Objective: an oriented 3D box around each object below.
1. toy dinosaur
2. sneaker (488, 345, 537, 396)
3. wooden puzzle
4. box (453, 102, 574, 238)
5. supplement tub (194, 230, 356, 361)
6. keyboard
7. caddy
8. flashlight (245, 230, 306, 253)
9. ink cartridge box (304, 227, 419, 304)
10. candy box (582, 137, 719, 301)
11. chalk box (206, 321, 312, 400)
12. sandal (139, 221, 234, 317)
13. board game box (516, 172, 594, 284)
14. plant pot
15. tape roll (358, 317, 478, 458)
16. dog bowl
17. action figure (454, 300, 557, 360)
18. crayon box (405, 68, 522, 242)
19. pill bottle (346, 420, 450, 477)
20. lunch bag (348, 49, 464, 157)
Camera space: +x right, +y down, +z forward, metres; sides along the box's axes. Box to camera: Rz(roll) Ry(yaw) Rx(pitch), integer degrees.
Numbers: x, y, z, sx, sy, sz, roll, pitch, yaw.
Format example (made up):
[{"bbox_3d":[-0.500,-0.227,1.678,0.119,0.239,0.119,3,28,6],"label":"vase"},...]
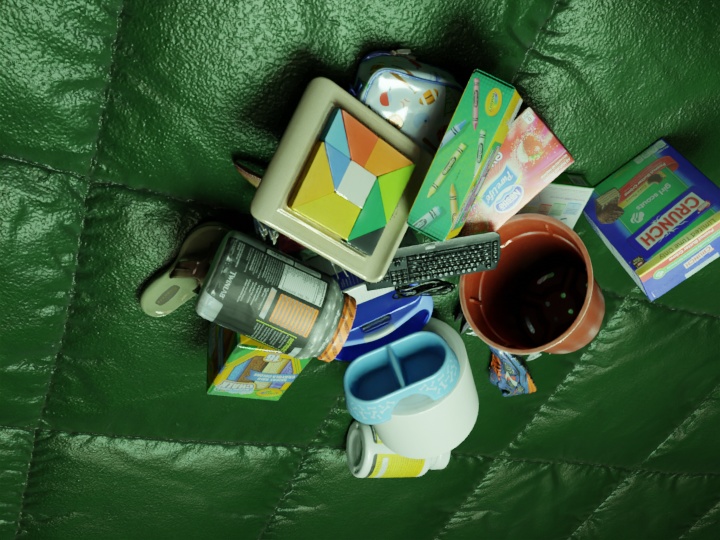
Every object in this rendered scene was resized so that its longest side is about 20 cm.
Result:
[{"bbox_3d":[-0.049,-0.086,0.901,0.179,0.105,0.204,-22,93,-24],"label":"toy dinosaur"},{"bbox_3d":[0.283,0.193,1.304,0.077,0.076,0.201,-27,131,10],"label":"sneaker"},{"bbox_3d":[-0.013,-0.106,0.823,0.198,0.037,0.188,28,86,-26],"label":"wooden puzzle"},{"bbox_3d":[0.194,-0.131,0.956,0.200,0.096,0.100,-42,97,19],"label":"box"},{"bbox_3d":[-0.112,0.040,0.901,0.197,0.123,0.123,26,119,-15],"label":"supplement tub"},{"bbox_3d":[0.103,0.005,0.942,0.195,0.040,0.105,-9,141,4],"label":"keyboard"},{"bbox_3d":[0.019,0.069,1.082,0.197,0.106,0.143,-24,134,3],"label":"caddy"},{"bbox_3d":[-0.075,-0.051,0.975,0.196,0.069,0.069,-14,133,-8],"label":"flashlight"},{"bbox_3d":[0.000,0.000,1.023,0.196,0.100,0.040,-19,133,-1],"label":"ink cartridge box"},{"bbox_3d":[0.461,-0.083,1.039,0.168,0.202,0.077,-37,131,15],"label":"candy box"},{"bbox_3d":[-0.167,0.118,1.035,0.122,0.127,0.201,11,140,-27],"label":"chalk box"},{"bbox_3d":[-0.245,0.010,0.976,0.079,0.058,0.201,31,115,-36],"label":"sandal"},{"bbox_3d":[0.271,-0.067,1.097,0.150,0.041,0.203,3,128,-21],"label":"board game box"},{"bbox_3d":[0.280,0.040,1.029,0.200,0.203,0.194,-40,149,17],"label":"plant pot"},{"bbox_3d":[0.097,0.200,1.158,0.199,0.205,0.140,-22,134,1],"label":"tape roll"},{"bbox_3d":[0.061,0.165,1.066,0.197,0.113,0.050,-23,137,1],"label":"dog bowl"},{"bbox_3d":[0.270,0.093,1.182,0.195,0.131,0.070,10,124,-6],"label":"action figure"},{"bbox_3d":[0.135,-0.142,0.853,0.057,0.119,0.203,27,105,12],"label":"crayon box"},{"bbox_3d":[0.078,0.358,1.347,0.196,0.112,0.113,7,127,-23],"label":"pill bottle"},{"bbox_3d":[0.044,-0.190,0.894,0.157,0.076,0.203,8,126,-19],"label":"lunch bag"}]
